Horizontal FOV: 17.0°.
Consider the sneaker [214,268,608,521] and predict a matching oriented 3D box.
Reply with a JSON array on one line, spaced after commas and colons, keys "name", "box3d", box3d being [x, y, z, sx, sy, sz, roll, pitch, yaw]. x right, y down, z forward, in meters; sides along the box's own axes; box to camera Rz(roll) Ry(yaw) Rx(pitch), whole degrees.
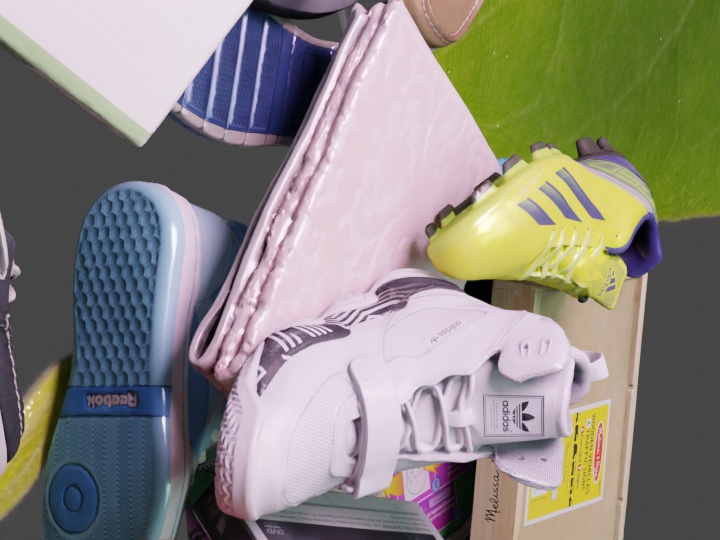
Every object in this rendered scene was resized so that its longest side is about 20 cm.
[{"name": "sneaker", "box3d": [0.026, 0.060, 1.055, 0.200, 0.114, 0.076, -33, 131, -53]}]

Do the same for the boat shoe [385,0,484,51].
[{"name": "boat shoe", "box3d": [0.069, -0.206, 1.295, 0.074, 0.066, 0.201, 43, 57, -46]}]

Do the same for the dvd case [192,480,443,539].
[{"name": "dvd case", "box3d": [0.025, 0.177, 1.075, 0.150, 0.200, 0.025, 13, 122, -51]}]

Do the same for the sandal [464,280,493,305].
[{"name": "sandal", "box3d": [0.021, -0.019, 1.263, 0.080, 0.057, 0.202, -15, 90, -35]}]

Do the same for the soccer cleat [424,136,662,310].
[{"name": "soccer cleat", "box3d": [0.099, -0.016, 1.187, 0.084, 0.065, 0.200, 60, 28, 7]}]

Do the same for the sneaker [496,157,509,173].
[{"name": "sneaker", "box3d": [0.073, 0.038, 1.336, 0.076, 0.080, 0.201, -15, 104, -54]}]

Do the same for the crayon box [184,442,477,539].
[{"name": "crayon box", "box3d": [-0.006, 0.126, 1.255, 0.200, 0.058, 0.119, -26, 116, -51]}]

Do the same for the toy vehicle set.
[{"name": "toy vehicle set", "box3d": [0.104, 0.099, 1.286, 0.124, 0.026, 0.201, -7, 104, -56]}]

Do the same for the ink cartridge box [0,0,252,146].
[{"name": "ink cartridge box", "box3d": [-0.089, -0.173, 0.995, 0.145, 0.048, 0.200, 38, 87, -26]}]

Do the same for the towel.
[{"name": "towel", "box3d": [0.000, 0.000, 1.139, 0.201, 0.032, 0.191, -66, 152, -17]}]

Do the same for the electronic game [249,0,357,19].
[{"name": "electronic game", "box3d": [-0.053, -0.210, 1.107, 0.200, 0.042, 0.201, 28, 51, -41]}]

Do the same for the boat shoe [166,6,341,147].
[{"name": "boat shoe", "box3d": [-0.063, -0.090, 1.127, 0.200, 0.072, 0.073, 20, 79, -50]}]

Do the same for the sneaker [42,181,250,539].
[{"name": "sneaker", "box3d": [-0.076, 0.066, 1.130, 0.130, 0.079, 0.201, 11, 87, -54]}]

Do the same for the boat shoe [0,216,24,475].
[{"name": "boat shoe", "box3d": [-0.169, -0.010, 0.987, 0.060, 0.075, 0.201, -36, 124, -40]}]
